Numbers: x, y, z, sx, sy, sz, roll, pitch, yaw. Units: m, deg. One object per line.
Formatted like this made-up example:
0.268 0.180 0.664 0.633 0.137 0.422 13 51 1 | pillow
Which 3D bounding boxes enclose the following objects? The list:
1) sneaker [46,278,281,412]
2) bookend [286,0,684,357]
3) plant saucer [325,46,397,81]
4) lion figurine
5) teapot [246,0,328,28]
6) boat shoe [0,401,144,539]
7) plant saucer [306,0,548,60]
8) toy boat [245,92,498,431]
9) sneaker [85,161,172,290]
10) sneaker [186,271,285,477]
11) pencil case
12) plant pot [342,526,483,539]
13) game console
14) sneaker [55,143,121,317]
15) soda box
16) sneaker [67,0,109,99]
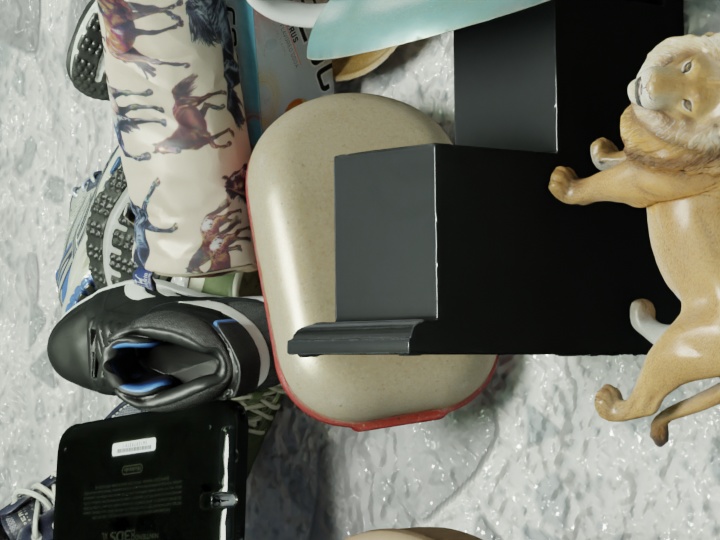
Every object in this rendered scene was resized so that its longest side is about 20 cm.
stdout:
-0.139 0.046 1.230 0.200 0.112 0.073 -4 95 34 | sneaker
0.067 -0.055 1.025 0.092 0.200 0.199 -4 87 49 | bookend
-0.019 -0.216 1.232 0.200 0.035 0.200 21 120 42 | plant saucer
0.158 -0.011 0.954 0.122 0.072 0.200 -6 106 47 | lion figurine
-0.055 -0.238 1.082 0.146 0.197 0.200 -18 86 23 | teapot
-0.197 0.161 1.413 0.075 0.093 0.200 50 125 38 | boat shoe
0.064 -0.151 1.034 0.200 0.200 0.027 -4 108 50 | plant saucer
0.000 0.000 1.185 0.131 0.130 0.200 122 139 -71 | toy boat
-0.116 -0.065 1.314 0.074 0.080 0.200 28 107 28 | sneaker
-0.072 0.054 1.286 0.090 0.067 0.200 11 94 55 | sneaker
-0.113 -0.092 1.199 0.089 0.078 0.200 -1 108 23 | pencil case
0.079 0.226 1.019 0.200 0.175 0.200 -3 86 50 | plant pot
-0.101 0.182 1.299 0.200 0.116 0.176 -13 71 48 | game console
-0.168 -0.046 1.403 0.200 0.077 0.085 -62 39 24 | sneaker
-0.061 -0.132 1.234 0.068 0.064 0.200 18 120 43 | soda box
-0.132 -0.204 1.349 0.200 0.074 0.080 -56 33 9 | sneaker
